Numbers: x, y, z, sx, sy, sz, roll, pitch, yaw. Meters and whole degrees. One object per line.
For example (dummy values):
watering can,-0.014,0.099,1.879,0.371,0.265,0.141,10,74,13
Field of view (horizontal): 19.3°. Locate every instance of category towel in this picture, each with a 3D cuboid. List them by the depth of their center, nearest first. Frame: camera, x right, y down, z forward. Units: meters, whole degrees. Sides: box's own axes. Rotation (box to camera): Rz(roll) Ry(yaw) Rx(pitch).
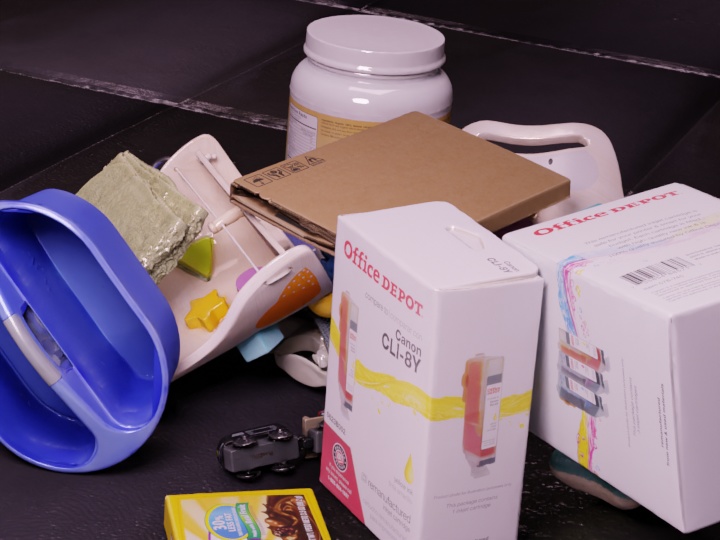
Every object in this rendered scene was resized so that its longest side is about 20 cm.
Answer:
towel,-0.210,0.005,1.591,0.200,0.037,0.148,-46,36,-4

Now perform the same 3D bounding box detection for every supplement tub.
supplement tub,0.006,-0.112,1.857,0.143,0.202,0.145,4,21,-2

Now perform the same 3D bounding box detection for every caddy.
caddy,-0.212,0.040,1.449,0.141,0.201,0.105,-33,9,16

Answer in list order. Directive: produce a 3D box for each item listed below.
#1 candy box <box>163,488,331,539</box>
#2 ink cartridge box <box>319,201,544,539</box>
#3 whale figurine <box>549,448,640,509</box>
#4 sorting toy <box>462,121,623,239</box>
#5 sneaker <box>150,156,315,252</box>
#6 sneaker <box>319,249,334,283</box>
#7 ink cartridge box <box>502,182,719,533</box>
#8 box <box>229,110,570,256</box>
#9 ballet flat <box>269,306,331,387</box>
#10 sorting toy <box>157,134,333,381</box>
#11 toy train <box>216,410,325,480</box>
candy box,-0.062,0.193,1.311,0.101,0.027,0.200,-3,22,-11
ink cartridge box,0.043,0.073,1.395,0.083,0.202,0.145,-7,24,-26
whale figurine,0.218,0.103,1.486,0.158,0.105,0.199,22,26,37
sorting toy,0.125,-0.039,1.637,0.198,0.107,0.181,1,55,11
sneaker,-0.127,-0.034,1.750,0.198,0.116,0.081,-6,24,-25
sneaker,0.000,0.000,1.550,0.078,0.066,0.200,21,14,-8
ink cartridge box,0.202,0.048,1.336,0.144,0.146,0.200,-16,22,-21
box,0.031,-0.058,1.550,0.163,0.021,0.199,27,36,37
ballet flat,-0.046,0.046,1.637,0.074,0.075,0.200,-8,21,-29
sorting toy,-0.127,0.022,1.590,0.180,0.107,0.200,-36,38,-4
toy train,-0.013,0.116,1.511,0.199,0.034,0.046,-9,13,-29
